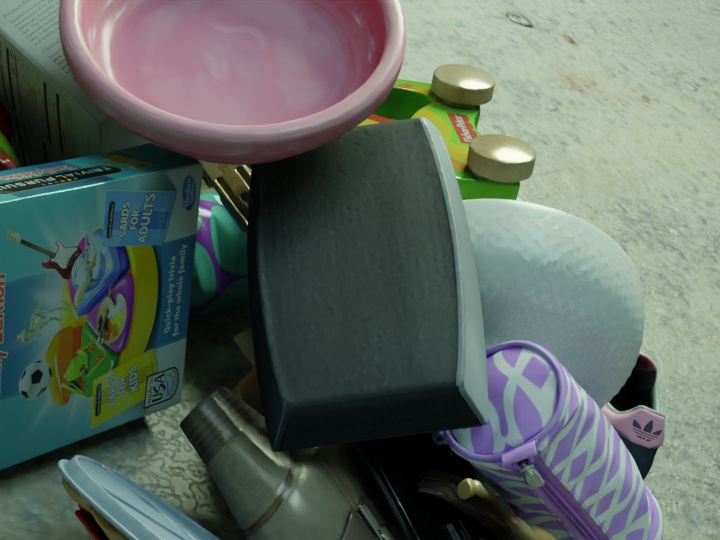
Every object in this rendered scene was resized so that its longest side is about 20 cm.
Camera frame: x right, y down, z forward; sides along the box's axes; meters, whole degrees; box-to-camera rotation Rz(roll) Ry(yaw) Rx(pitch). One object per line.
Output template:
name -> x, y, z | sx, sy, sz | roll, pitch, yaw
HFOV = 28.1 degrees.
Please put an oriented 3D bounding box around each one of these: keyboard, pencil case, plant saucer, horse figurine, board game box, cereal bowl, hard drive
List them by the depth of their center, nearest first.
board game box -> -0.174, 0.022, 0.773 | 0.047, 0.152, 0.200 | 20, 23, 33
horse figurine -> 0.094, 0.193, 0.788 | 0.132, 0.050, 0.201 | 36, 26, -47
hard drive -> 0.000, 0.000, 0.829 | 0.134, 0.042, 0.201 | -7, 58, 1
plant saucer -> -0.074, -0.133, 0.844 | 0.199, 0.051, 0.201 | 4, 50, -5
keyboard -> 0.055, 0.170, 0.851 | 0.104, 0.040, 0.201 | -8, 66, -56
pencil case -> 0.121, 0.121, 0.871 | 0.200, 0.084, 0.086 | 47, 12, -46
cereal bowl -> 0.083, 0.050, 0.922 | 0.199, 0.200, 0.084 | 20, 49, -17
pencil case -> -0.081, -0.022, 0.976 | 0.200, 0.085, 0.093 | -12, 95, -49

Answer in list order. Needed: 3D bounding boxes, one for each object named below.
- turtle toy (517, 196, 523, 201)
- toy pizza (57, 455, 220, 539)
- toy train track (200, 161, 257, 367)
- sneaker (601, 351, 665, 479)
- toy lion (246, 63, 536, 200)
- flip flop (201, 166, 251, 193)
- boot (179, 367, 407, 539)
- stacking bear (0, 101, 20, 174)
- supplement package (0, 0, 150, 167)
turtle toy -> 0.088, -0.002, 1.066 | 0.145, 0.101, 0.200 | 13, 30, -26
toy pizza -> -0.071, 0.158, 0.702 | 0.200, 0.032, 0.200 | 36, -7, 5
toy train track -> -0.043, -0.003, 0.880 | 0.114, 0.033, 0.200 | -30, 62, -16
sneaker -> 0.190, 0.077, 1.068 | 0.070, 0.082, 0.200 | 20, 33, -16
toy lion -> 0.014, -0.086, 1.007 | 0.191, 0.069, 0.200 | 5, 30, -12
flip flop -> -0.144, -0.103, 1.067 | 0.200, 0.058, 0.081 | 34, 32, 6
boot -> -0.022, 0.117, 0.864 | 0.146, 0.070, 0.200 | 44, 27, 5
stacking bear -> -0.253, -0.056, 0.866 | 0.121, 0.114, 0.200 | -5, 28, -6
supplement package -> -0.183, -0.156, 0.972 | 0.200, 0.151, 0.152 | 41, 63, 16
